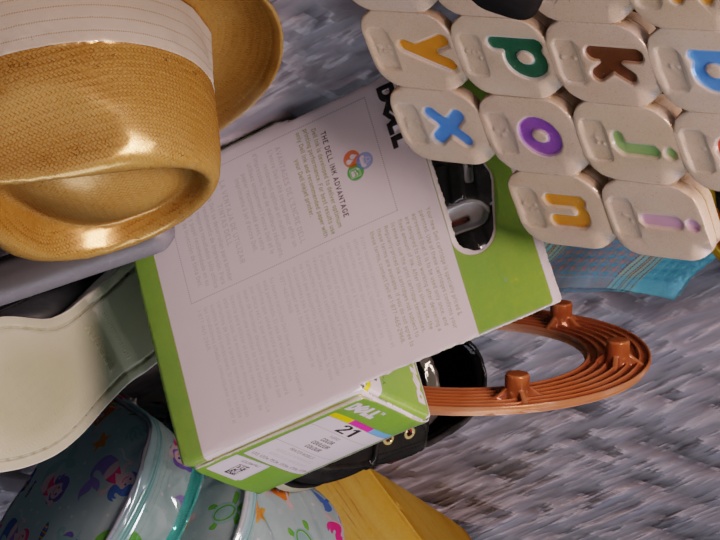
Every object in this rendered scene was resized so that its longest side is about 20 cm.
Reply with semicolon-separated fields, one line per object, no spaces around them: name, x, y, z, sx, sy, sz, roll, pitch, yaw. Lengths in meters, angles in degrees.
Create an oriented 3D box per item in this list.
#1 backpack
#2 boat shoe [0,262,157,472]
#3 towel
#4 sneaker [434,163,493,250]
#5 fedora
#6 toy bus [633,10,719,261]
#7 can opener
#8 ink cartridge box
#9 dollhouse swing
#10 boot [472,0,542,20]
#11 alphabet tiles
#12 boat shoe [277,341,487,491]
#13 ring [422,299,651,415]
backpack;-0.109;0.164;1.390;0.151;0.178;0.200;37;171;-35
boat shoe;-0.167;0.048;1.236;0.066;0.075;0.199;-16;-163;41
towel;0.180;-0.038;1.374;0.147;0.022;0.200;2;151;-36
sneaker;-0.001;0.009;1.303;0.200;0.078;0.090;-17;166;12
fedora;-0.123;-0.059;1.064;0.200;0.082;0.201;-13;156;-6
toy bus;0.169;-0.089;1.111;0.136;0.200;0.192;-44;-164;-17
can opener;-0.187;-0.007;1.205;0.200;0.053;0.067;-18;-172;5
ink cartridge box;0.000;0.000;1.188;0.200;0.148;0.076;-24;155;19
dollhouse swing;0.000;0.247;1.728;0.176;0.182;0.200;-40;153;4
boot;0.016;-0.150;0.895;0.144;0.072;0.200;13;166;11
alphabet tiles;0.081;-0.089;1.024;0.196;0.015;0.200;7;133;40
boat shoe;0.006;0.072;1.390;0.063;0.074;0.201;-12;-177;29
ring;0.055;0.041;1.341;0.200;0.019;0.200;0;-166;0
